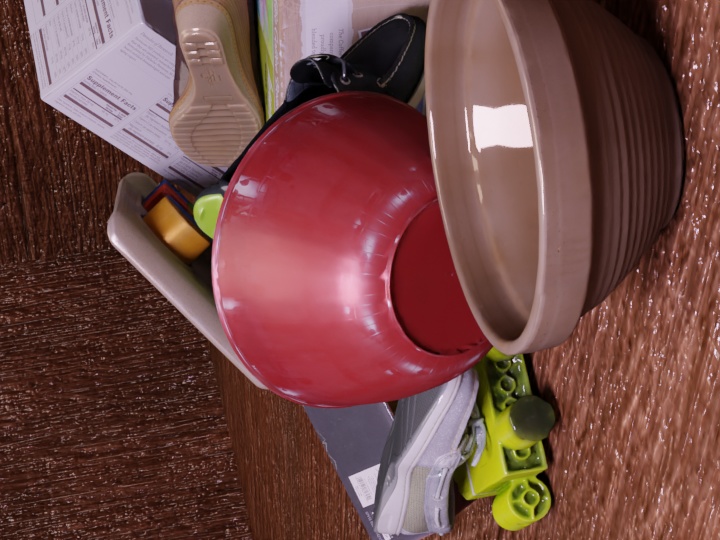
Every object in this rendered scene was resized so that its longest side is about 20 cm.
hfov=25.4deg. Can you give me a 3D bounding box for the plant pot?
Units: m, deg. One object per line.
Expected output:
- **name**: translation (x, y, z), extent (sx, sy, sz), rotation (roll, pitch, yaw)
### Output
- **plant pot**: translation (0.101, -0.063, 0.801), extent (0.201, 0.092, 0.201), rotation (171, 90, -81)

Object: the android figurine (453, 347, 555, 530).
- **android figurine**: translation (0.091, 0.093, 1.125), extent (0.200, 0.041, 0.182), rotation (115, 145, -71)

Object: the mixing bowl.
- **mixing bowl**: translation (0.023, -0.005, 0.950), extent (0.108, 0.200, 0.201), rotation (12, 112, 54)

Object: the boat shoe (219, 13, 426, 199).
- **boat shoe**: translation (-0.024, -0.103, 1.010), extent (0.074, 0.199, 0.066), rotation (17, 152, 50)

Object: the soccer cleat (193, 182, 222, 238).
- **soccer cleat**: translation (-0.032, -0.047, 1.245), extent (0.081, 0.199, 0.068), rotation (-98, 18, -47)

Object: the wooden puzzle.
- **wooden puzzle**: translation (-0.122, -0.004, 1.295), extent (0.185, 0.046, 0.200), rotation (46, -173, -13)

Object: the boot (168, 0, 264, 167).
- **boot**: translation (-0.103, -0.190, 1.197), extent (0.200, 0.072, 0.167), rotation (92, -179, -60)

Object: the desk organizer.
- **desk organizer**: translation (0.013, 0.108, 1.241), extent (0.077, 0.072, 0.200), rotation (-24, -94, -58)

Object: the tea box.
- **tea box**: translation (-0.011, -0.181, 1.184), extent (0.197, 0.133, 0.200), rotation (-108, 14, -47)

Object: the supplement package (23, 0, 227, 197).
- **supplement package**: translation (-0.166, -0.181, 1.326), extent (0.200, 0.111, 0.156), rotation (34, -150, -47)

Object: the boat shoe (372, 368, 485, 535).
- **boat shoe**: translation (0.054, 0.124, 1.105), extent (0.202, 0.065, 0.075), rotation (106, 173, -49)
